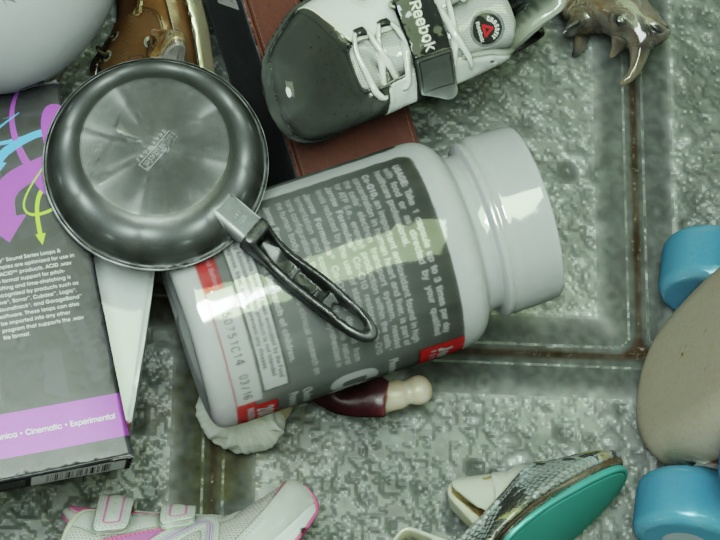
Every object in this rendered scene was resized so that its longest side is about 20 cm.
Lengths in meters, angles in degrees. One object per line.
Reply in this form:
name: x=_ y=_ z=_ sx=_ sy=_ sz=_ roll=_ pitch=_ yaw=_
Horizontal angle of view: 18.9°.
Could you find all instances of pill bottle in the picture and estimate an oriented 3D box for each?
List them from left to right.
pill bottle: x=0.000 y=0.000 z=1.145 sx=0.198 sy=0.114 sz=0.115 roll=-18 pitch=77 yaw=-8

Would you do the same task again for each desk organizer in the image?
desk organizer: x=-0.032 y=-0.128 z=1.208 sx=0.077 sy=0.072 sz=0.201 roll=-23 pitch=109 yaw=-17

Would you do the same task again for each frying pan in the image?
frying pan: x=-0.084 y=-0.025 z=1.074 sx=0.114 sy=0.031 sz=0.191 roll=-27 pitch=73 yaw=-13

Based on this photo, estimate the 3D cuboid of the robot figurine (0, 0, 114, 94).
robot figurine: x=-0.210 y=-0.178 z=1.074 sx=0.200 sy=0.150 sz=0.125 roll=40 pitch=50 yaw=3

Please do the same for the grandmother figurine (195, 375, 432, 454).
grandmother figurine: x=-0.006 y=0.034 z=1.222 sx=0.199 sy=0.061 sz=0.121 roll=-36 pitch=62 yaw=-12

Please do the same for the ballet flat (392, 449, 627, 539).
ballet flat: x=0.059 y=0.153 z=1.193 sx=0.200 sy=0.072 sz=0.072 roll=-41 pitch=83 yaw=-17

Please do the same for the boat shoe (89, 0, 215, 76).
boat shoe: x=-0.120 y=-0.120 z=1.238 sx=0.067 sy=0.072 sz=0.201 roll=-16 pitch=77 yaw=-13

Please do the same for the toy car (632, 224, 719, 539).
toy car: x=0.271 y=0.070 z=1.200 sx=0.199 sy=0.177 sz=0.186 roll=18 pitch=61 yaw=-15

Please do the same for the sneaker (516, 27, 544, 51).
sneaker: x=0.011 y=-0.168 z=1.269 sx=0.198 sy=0.075 sz=0.107 roll=-12 pitch=77 yaw=-12

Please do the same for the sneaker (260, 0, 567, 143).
sneaker: x=0.033 y=-0.128 z=1.155 sx=0.199 sy=0.088 sz=0.075 roll=-32 pitch=106 yaw=-40

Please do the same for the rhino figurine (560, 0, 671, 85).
rhino figurine: x=0.141 y=-0.205 z=1.304 sx=0.087 sy=0.060 sz=0.202 roll=-10 pitch=77 yaw=7

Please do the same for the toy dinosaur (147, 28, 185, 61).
toy dinosaur: x=-0.147 y=-0.043 z=1.200 sx=0.200 sy=0.060 sz=0.106 roll=-46 pitch=54 yaw=10

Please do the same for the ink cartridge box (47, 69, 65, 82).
ink cartridge box: x=-0.236 y=-0.184 z=1.176 sx=0.199 sy=0.084 sz=0.147 roll=25 pitch=78 yaw=-1

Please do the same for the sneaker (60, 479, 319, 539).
sneaker: x=-0.117 y=0.155 z=1.157 sx=0.199 sy=0.081 sz=0.089 roll=-26 pitch=81 yaw=-15

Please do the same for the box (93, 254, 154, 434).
box: x=-0.214 y=0.033 z=1.155 sx=0.198 sy=0.124 sz=0.098 roll=8 pitch=74 yaw=-5

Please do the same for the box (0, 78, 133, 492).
box: x=-0.201 y=0.012 z=1.079 sx=0.142 sy=0.036 sz=0.202 roll=-9 pitch=76 yaw=-12
